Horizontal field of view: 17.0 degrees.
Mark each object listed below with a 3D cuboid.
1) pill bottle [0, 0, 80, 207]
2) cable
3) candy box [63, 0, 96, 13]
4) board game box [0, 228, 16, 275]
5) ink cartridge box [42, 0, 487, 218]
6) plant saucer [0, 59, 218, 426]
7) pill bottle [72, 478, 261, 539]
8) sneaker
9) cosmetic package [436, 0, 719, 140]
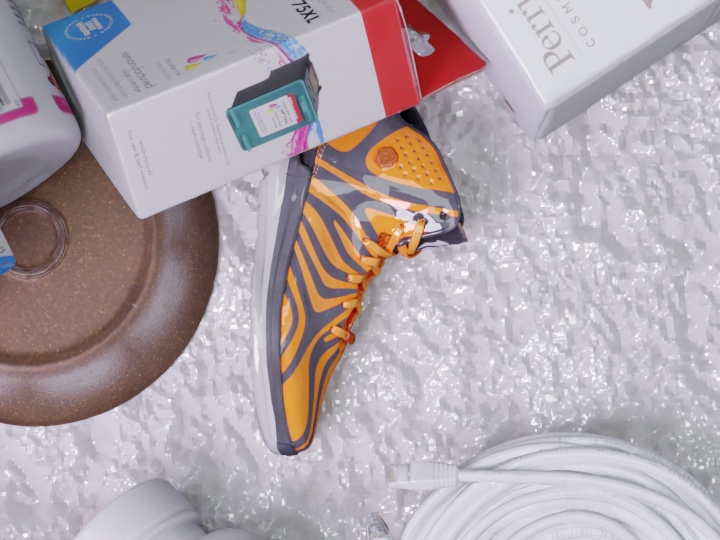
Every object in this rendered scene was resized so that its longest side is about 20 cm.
[{"bbox_3d":[-0.235,-0.129,1.238,0.113,0.113,0.200,-28,82,-1],"label":"pill bottle"},{"bbox_3d":[0.109,0.185,1.273,0.199,0.069,0.201,-9,88,0],"label":"cable"},{"bbox_3d":[-0.088,-0.223,1.286,0.199,0.102,0.026,-27,44,0],"label":"candy box"},{"bbox_3d":[-0.293,-0.041,1.181,0.200,0.056,0.196,-30,81,25],"label":"board game box"},{"bbox_3d":[-0.049,-0.113,1.243,0.199,0.116,0.067,-24,125,-13],"label":"ink cartridge box"},{"bbox_3d":[-0.177,-0.016,1.302,0.200,0.037,0.201,0,87,0],"label":"plant saucer"},{"bbox_3d":[-0.064,0.205,1.243,0.111,0.111,0.200,-46,73,-2],"label":"pill bottle"},{"bbox_3d":[0.000,0.000,1.278,0.112,0.078,0.201,4,87,2],"label":"sneaker"},{"bbox_3d":[0.128,-0.194,1.242,0.200,0.166,0.168,-34,88,0],"label":"cosmetic package"}]
